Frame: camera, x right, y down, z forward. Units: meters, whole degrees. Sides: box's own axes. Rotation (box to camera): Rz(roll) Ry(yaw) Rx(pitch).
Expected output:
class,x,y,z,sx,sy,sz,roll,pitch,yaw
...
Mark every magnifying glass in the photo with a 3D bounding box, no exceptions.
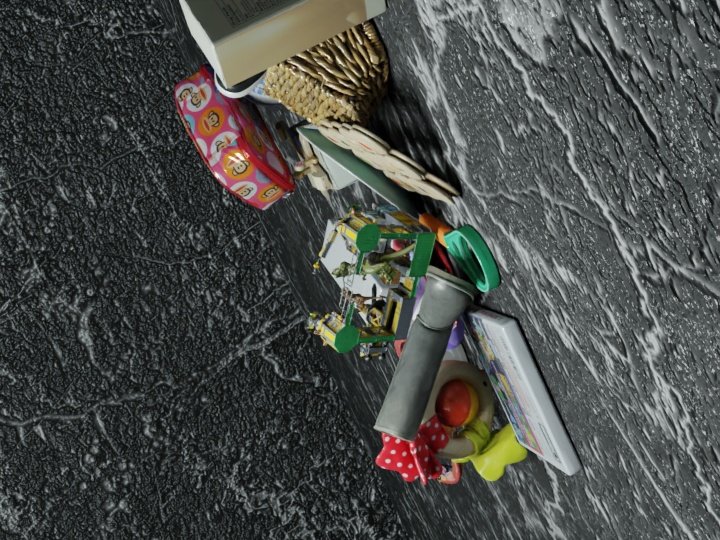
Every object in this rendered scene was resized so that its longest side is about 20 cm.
class,x,y,z,sx,sy,sz,roll,pitch,yaw
magnifying glass,0.115,-0.031,1.552,0.080,0.022,0.200,68,171,-25

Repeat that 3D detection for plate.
class,x,y,z,sx,sy,sz,roll,pitch,yaw
plate,0.002,-0.135,1.689,0.200,0.026,0.200,35,-174,-4

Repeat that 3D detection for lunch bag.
class,x,y,z,sx,sy,sz,roll,pitch,yaw
lunch bag,-0.174,-0.184,1.850,0.201,0.082,0.176,62,-167,29

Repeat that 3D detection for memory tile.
class,x,y,z,sx,sy,sz,roll,pitch,yaw
memory tile,0.030,-0.129,1.524,0.153,0.017,0.200,32,179,-18

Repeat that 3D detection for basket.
class,x,y,z,sx,sy,sz,roll,pitch,yaw
basket,-0.023,-0.261,1.565,0.142,0.150,0.200,30,172,-4

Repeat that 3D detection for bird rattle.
class,x,y,z,sx,sy,sz,roll,pitch,yaw
bird rattle,0.114,0.201,1.710,0.112,0.199,0.165,167,108,-64

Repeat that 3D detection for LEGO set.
class,x,y,z,sx,sy,sz,roll,pitch,yaw
LEGO set,0.000,0.000,1.609,0.116,0.153,0.202,35,127,48

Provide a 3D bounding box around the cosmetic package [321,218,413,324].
class,x,y,z,sx,sy,sz,roll,pitch,yaw
cosmetic package,0.028,0.002,1.844,0.200,0.101,0.072,-128,43,-51

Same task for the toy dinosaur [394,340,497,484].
class,x,y,z,sx,sy,sz,roll,pitch,yaw
toy dinosaur,0.096,0.202,1.790,0.199,0.105,0.183,17,-122,-50

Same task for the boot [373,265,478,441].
class,x,y,z,sx,sy,sz,roll,pitch,yaw
boot,0.073,0.105,1.571,0.072,0.201,0.182,26,169,12

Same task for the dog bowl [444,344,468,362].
class,x,y,z,sx,sy,sz,roll,pitch,yaw
dog bowl,0.096,0.103,1.930,0.201,0.058,0.200,61,170,18

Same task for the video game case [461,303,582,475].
class,x,y,z,sx,sy,sz,roll,pitch,yaw
video game case,0.194,0.142,1.587,0.201,0.023,0.182,64,171,-10

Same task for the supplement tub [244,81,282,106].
class,x,y,z,sx,sy,sz,roll,pitch,yaw
supplement tub,-0.118,-0.307,1.761,0.133,0.131,0.200,63,172,2

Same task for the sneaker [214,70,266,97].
class,x,y,z,sx,sy,sz,roll,pitch,yaw
sneaker,-0.127,-0.319,1.594,0.073,0.201,0.112,26,165,9

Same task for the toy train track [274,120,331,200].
class,x,y,z,sx,sy,sz,roll,pitch,yaw
toy train track,-0.093,-0.164,1.869,0.200,0.032,0.115,54,168,54

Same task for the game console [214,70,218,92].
class,x,y,z,sx,sy,sz,roll,pitch,yaw
game console,-0.231,-0.370,1.782,0.170,0.118,0.200,31,-155,-19

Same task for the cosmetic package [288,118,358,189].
class,x,y,z,sx,sy,sz,roll,pitch,yaw
cosmetic package,-0.042,-0.178,1.881,0.104,0.073,0.200,65,172,-8

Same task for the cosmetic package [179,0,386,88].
class,x,y,z,sx,sy,sz,roll,pitch,yaw
cosmetic package,-0.083,-0.289,1.379,0.106,0.199,0.071,58,170,33

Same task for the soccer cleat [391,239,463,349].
class,x,y,z,sx,sy,sz,roll,pitch,yaw
soccer cleat,0.099,0.031,1.702,0.076,0.067,0.201,27,146,52
